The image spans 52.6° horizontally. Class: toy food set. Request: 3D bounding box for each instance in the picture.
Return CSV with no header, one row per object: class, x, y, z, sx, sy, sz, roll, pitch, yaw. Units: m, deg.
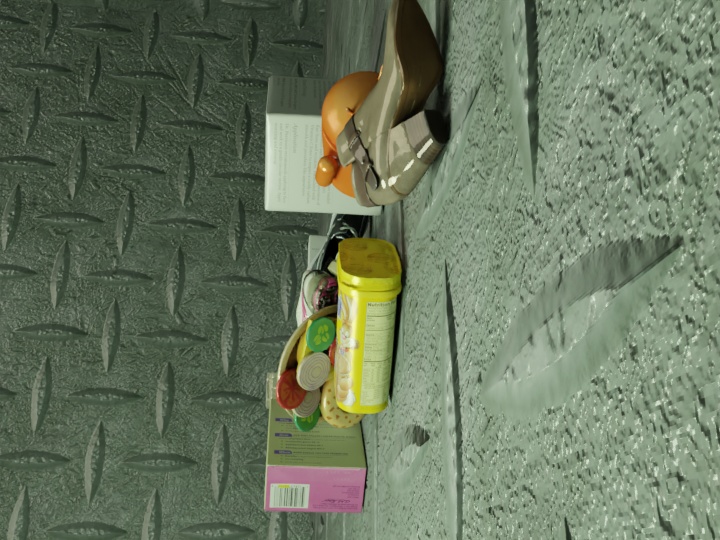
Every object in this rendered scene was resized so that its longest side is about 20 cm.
toy food set,-0.048,0.153,1.133,0.048,0.194,0.206,25,105,46

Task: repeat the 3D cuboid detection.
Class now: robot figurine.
robot figurine,0.005,-0.170,0.937,0.201,0.139,0.120,91,169,-64

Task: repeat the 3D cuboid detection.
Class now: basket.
basket,-0.249,0.445,2.705,0.123,0.194,0.140,136,137,-71

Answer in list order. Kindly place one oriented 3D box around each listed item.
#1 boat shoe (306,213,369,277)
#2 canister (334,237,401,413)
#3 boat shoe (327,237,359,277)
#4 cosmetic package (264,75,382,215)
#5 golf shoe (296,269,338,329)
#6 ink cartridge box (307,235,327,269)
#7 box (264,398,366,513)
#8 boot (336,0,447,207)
boat shoe,-0.032,-0.055,1.308,0.203,0.071,0.067,-59,16,-18
canister,0.006,0.076,1.020,0.149,0.084,0.206,-100,13,-68
boat shoe,0.000,0.000,1.191,0.069,0.074,0.200,-54,-9,-4
cosmetic package,-0.057,-0.206,1.190,0.167,0.194,0.169,-98,12,-56
golf shoe,-0.067,0.097,1.191,0.091,0.071,0.206,26,117,50
ink cartridge box,-0.053,0.027,1.454,0.051,0.106,0.205,102,168,-55
box,-0.085,0.333,1.323,0.201,0.170,0.099,-102,17,-65
boot,0.024,-0.175,0.793,0.145,0.069,0.206,-28,64,48
